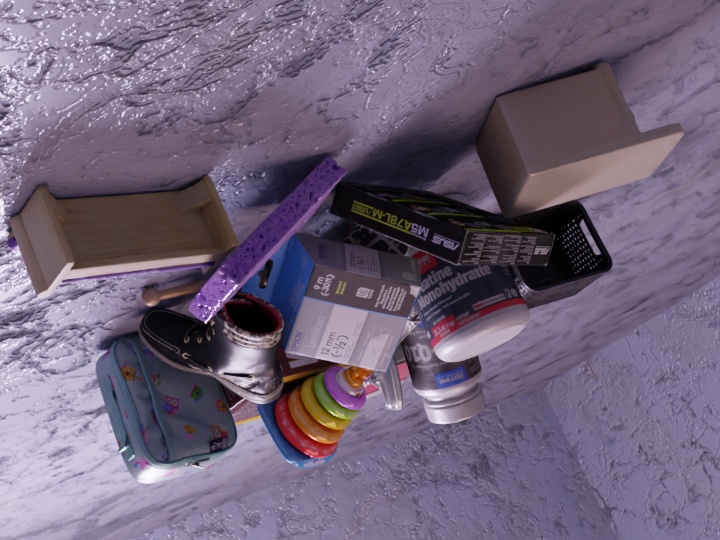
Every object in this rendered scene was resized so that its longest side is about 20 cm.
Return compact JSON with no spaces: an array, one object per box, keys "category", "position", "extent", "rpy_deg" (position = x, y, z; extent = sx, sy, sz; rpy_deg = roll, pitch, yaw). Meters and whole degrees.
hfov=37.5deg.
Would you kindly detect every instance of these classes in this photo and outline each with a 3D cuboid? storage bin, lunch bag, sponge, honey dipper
[{"category":"storage bin","position":[0.284,-0.022,1.689],"extent":[0.200,0.135,0.094],"rpy_deg":[-14,161,-34]},{"category":"lunch bag","position":[-0.262,0.182,1.422],"extent":[0.160,0.200,0.077],"rpy_deg":[-4,153,-47]},{"category":"sponge","position":[-0.098,-0.033,1.121],"extent":[0.200,0.030,0.112],"rpy_deg":[-49,-177,-36]},{"category":"honey dipper","position":[-0.176,0.012,1.319],"extent":[0.200,0.038,0.038],"rpy_deg":[-12,160,-26]}]

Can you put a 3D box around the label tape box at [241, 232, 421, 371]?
[{"category":"label tape box","position":[-0.042,0.037,1.295],"extent":[0.199,0.066,0.144],"rpy_deg":[11,126,-14]}]

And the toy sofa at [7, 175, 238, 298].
[{"category":"toy sofa","position":[-0.227,-0.027,1.015],"extent":[0.200,0.083,0.098],"rpy_deg":[-9,157,-45]}]

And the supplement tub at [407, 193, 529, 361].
[{"category":"supplement tub","position":[0.132,0.011,1.454],"extent":[0.140,0.200,0.140],"rpy_deg":[-23,164,-7]}]

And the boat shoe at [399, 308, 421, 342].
[{"category":"boat shoe","position":[0.066,0.049,1.547],"extent":[0.074,0.200,0.065],"rpy_deg":[31,171,-39]}]

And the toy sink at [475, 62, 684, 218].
[{"category":"toy sink","position":[0.254,-0.159,1.251],"extent":[0.199,0.112,0.130],"rpy_deg":[-17,163,-10]}]

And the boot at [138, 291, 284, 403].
[{"category":"boot","position":[-0.180,0.070,1.299],"extent":[0.074,0.203,0.154],"rpy_deg":[-57,167,-35]}]

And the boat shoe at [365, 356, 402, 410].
[{"category":"boat shoe","position":[0.014,0.128,1.663],"extent":[0.065,0.202,0.074],"rpy_deg":[-21,180,-2]}]

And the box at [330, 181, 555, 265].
[{"category":"box","position":[0.098,-0.054,1.246],"extent":[0.200,0.193,0.048],"rpy_deg":[0,111,-52]}]

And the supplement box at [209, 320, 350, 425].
[{"category":"supplement box","position":[-0.137,0.123,1.543],"extent":[0.197,0.133,0.200],"rpy_deg":[-11,159,-41]}]

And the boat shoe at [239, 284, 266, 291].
[{"category":"boat shoe","position":[-0.094,0.022,1.422],"extent":[0.200,0.060,0.076],"rpy_deg":[-7,129,-49]}]

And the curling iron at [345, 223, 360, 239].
[{"category":"curling iron","position":[0.000,-0.038,1.418],"extent":[0.049,0.026,0.200],"rpy_deg":[-18,163,-13]}]

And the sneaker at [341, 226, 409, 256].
[{"category":"sneaker","position":[0.000,0.000,1.378],"extent":[0.200,0.078,0.080],"rpy_deg":[-48,173,37]}]

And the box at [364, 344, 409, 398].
[{"category":"box","position":[0.024,0.130,1.815],"extent":[0.109,0.128,0.200],"rpy_deg":[-20,165,-18]}]

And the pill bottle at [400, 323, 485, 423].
[{"category":"pill bottle","position":[0.126,0.131,1.671],"extent":[0.113,0.201,0.114],"rpy_deg":[-16,-170,3]}]

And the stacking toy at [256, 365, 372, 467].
[{"category":"stacking toy","position":[-0.034,0.172,1.456],"extent":[0.200,0.110,0.116],"rpy_deg":[-45,154,26]}]
